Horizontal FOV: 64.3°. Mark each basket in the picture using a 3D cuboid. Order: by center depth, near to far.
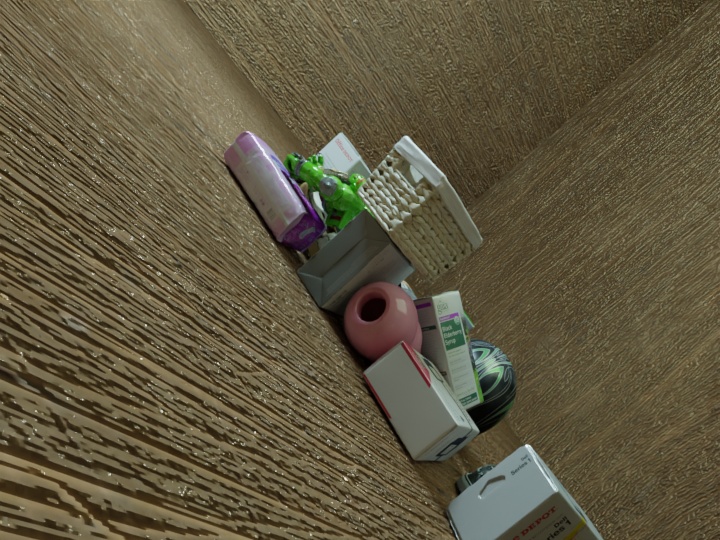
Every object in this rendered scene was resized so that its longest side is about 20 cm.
[{"bbox_3d":[0.098,-0.092,0.951,0.137,0.123,0.200,54,6,39],"label":"basket"}]

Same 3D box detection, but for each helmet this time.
[{"bbox_3d":[0.230,0.239,1.192,0.201,0.189,0.200,49,6,-8],"label":"helmet"}]

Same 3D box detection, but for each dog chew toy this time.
[{"bbox_3d":[0.048,0.108,0.957,0.126,0.123,0.201,56,-1,38],"label":"dog chew toy"}]

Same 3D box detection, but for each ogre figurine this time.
[{"bbox_3d":[-0.038,-0.127,1.006,0.119,0.097,0.202,37,-18,49],"label":"ogre figurine"}]

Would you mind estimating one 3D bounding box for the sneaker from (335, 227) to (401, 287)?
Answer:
[{"bbox_3d":[0.014,-0.017,1.133,0.074,0.104,0.206,-19,88,-58],"label":"sneaker"}]

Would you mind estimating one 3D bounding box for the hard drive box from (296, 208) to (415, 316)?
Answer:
[{"bbox_3d":[0.000,0.000,0.991,0.077,0.155,0.200,51,5,20],"label":"hard drive box"}]

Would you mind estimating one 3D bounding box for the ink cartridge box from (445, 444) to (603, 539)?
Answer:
[{"bbox_3d":[0.228,0.353,0.762,0.201,0.144,0.084,48,6,-27],"label":"ink cartridge box"}]

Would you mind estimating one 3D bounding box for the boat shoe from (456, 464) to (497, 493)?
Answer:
[{"bbox_3d":[0.209,0.354,0.951,0.073,0.070,0.200,53,7,15],"label":"boat shoe"}]

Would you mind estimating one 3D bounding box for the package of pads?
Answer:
[{"bbox_3d":[-0.150,-0.137,1.006,0.202,0.075,0.120,55,9,18],"label":"package of pads"}]

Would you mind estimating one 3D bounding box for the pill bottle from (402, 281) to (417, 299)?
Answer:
[{"bbox_3d":[0.082,0.109,1.173,0.117,0.115,0.201,47,8,-30],"label":"pill bottle"}]

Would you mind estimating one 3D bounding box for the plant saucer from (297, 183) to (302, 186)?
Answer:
[{"bbox_3d":[-0.093,-0.139,1.242,0.194,0.032,0.200,17,-6,2],"label":"plant saucer"}]

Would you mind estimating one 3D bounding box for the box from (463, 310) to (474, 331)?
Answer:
[{"bbox_3d":[0.184,0.149,1.421,0.098,0.175,0.200,50,6,7],"label":"box"}]

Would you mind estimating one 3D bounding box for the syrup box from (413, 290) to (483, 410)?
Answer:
[{"bbox_3d":[0.148,0.147,1.031,0.077,0.080,0.207,-8,85,-42],"label":"syrup box"}]

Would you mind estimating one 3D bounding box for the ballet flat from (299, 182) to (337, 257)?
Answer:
[{"bbox_3d":[-0.073,-0.076,1.088,0.063,0.067,0.206,-30,-101,56],"label":"ballet flat"}]

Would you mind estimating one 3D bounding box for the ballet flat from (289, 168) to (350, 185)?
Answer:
[{"bbox_3d":[-0.093,-0.193,1.146,0.196,0.048,0.066,10,-9,45],"label":"ballet flat"}]

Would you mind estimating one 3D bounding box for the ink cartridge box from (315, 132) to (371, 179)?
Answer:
[{"bbox_3d":[-0.077,-0.219,1.416,0.083,0.199,0.146,43,10,-44],"label":"ink cartridge box"}]

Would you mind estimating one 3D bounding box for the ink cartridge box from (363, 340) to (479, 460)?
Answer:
[{"bbox_3d":[0.099,0.208,0.887,0.146,0.084,0.200,56,6,26],"label":"ink cartridge box"}]
